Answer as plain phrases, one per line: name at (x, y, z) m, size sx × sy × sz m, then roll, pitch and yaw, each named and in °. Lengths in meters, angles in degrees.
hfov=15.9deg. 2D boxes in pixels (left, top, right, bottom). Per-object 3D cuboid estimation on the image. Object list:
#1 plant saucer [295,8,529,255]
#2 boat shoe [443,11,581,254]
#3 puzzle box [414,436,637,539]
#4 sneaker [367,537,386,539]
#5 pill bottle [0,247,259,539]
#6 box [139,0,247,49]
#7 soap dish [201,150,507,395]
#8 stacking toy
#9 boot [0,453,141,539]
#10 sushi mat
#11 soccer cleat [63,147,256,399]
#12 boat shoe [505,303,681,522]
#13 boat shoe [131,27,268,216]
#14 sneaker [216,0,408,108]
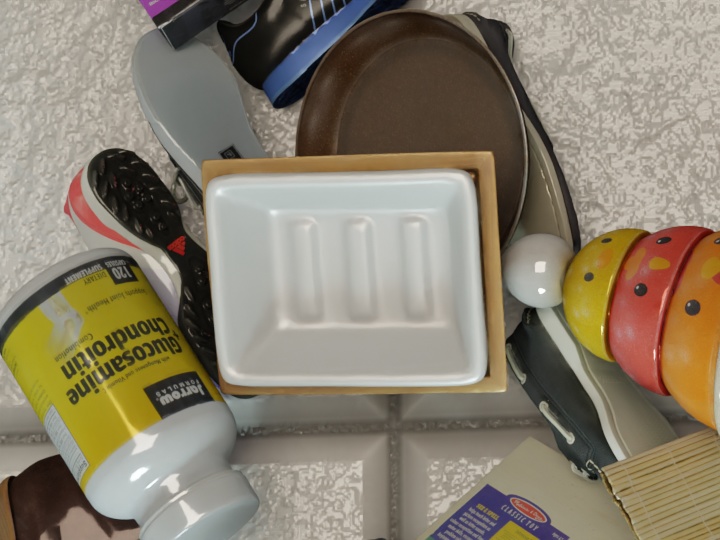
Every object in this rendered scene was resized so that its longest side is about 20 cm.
plant saucer at (0.040, -0.076, 1.757) m, size 0.199 × 0.032 × 0.202 m, roll 3°, pitch 95°, yaw 39°
boat shoe at (0.112, -0.089, 1.763) m, size 0.073 × 0.062 × 0.201 m, roll -42°, pitch 65°, yaw 44°
puzzle box at (0.140, 0.197, 1.663) m, size 0.199 × 0.026 × 0.133 m, roll 31°, pitch 57°, yaw 35°
sneaker at (-0.003, 0.208, 1.690) m, size 0.199 × 0.074 × 0.081 m, roll 14°, pitch 123°, yaw 42°
pill bottle at (-0.151, 0.093, 1.715) m, size 0.112 × 0.112 × 0.201 m, roll -35°, pitch 72°, yaw 3°
box at (-0.122, -0.266, 1.832) m, size 0.143 × 0.036 × 0.200 m, roll -34°, pitch 58°, yaw -1°
soap dish at (0.000, 0.000, 1.692) m, size 0.198 × 0.081 × 0.159 m, roll -1°, pitch 101°, yaw 17°
stacking toy at (0.180, 0.021, 1.662) m, size 0.199 × 0.146 × 0.147 m, roll 13°, pitch 82°, yaw 23°
boot at (-0.175, 0.211, 1.760) m, size 0.166 × 0.072 × 0.201 m, roll -32°, pitch 71°, yaw 6°
sushi mat at (0.244, 0.142, 1.651) m, size 0.199 × 0.012 × 0.096 m, roll -16°, pitch 70°, yaw -37°
soccer cleat at (-0.134, 0.009, 1.804) m, size 0.068 × 0.073 × 0.200 m, roll -37°, pitch 89°, yaw -37°
boat shoe at (0.158, 0.103, 1.700) m, size 0.060 × 0.075 × 0.201 m, roll -49°, pitch 46°, yaw 27°
boat shoe at (-0.100, -0.076, 1.805) m, size 0.073 × 0.068 × 0.200 m, roll -35°, pitch 82°, yaw -29°
sneaker at (-0.012, -0.206, 1.812) m, size 0.200 × 0.070 × 0.078 m, roll -42°, pitch 79°, yaw 1°
